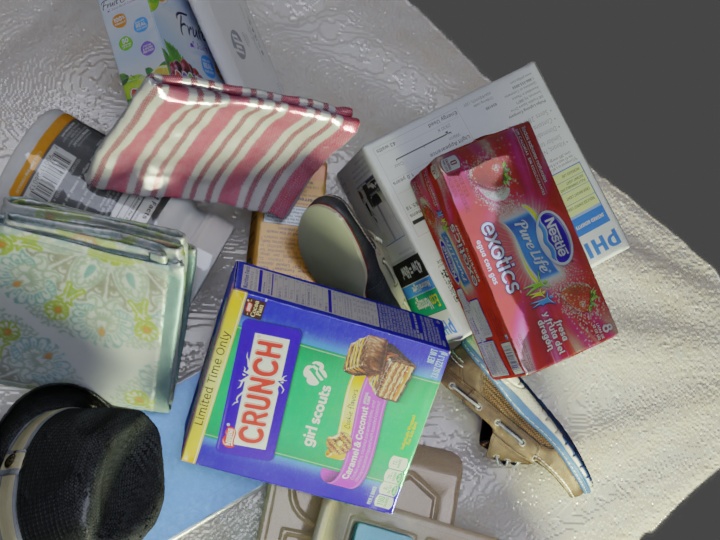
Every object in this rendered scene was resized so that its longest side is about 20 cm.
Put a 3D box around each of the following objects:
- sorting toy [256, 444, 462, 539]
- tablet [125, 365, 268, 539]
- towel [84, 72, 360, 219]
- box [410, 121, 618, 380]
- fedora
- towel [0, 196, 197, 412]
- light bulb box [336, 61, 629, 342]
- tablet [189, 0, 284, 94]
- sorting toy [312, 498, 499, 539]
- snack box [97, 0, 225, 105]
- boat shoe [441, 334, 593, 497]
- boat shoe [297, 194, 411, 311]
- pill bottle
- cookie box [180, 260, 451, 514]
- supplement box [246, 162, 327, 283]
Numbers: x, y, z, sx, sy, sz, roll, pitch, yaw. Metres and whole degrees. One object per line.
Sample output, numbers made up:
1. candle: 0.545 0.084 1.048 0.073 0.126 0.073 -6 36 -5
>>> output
1. sorting toy: -0.006 0.254 1.151 0.184 0.036 0.201 13 75 -10
2. tablet: -0.196 0.189 1.130 0.199 0.014 0.131 -29 88 -15
3. towel: -0.117 -0.102 1.030 0.199 0.146 0.030 6 56 -32
4. box: 0.130 -0.014 1.055 0.095 0.100 0.201 -22 87 -13
5. fedora: -0.221 0.182 1.015 0.091 0.200 0.202 -19 84 30
6. towel: -0.237 0.035 1.067 0.170 0.201 0.048 12 36 -2
7. light bulb box: 0.115 -0.060 1.174 0.198 0.125 0.201 -27 89 -14
8. tablet: -0.113 -0.210 1.117 0.014 0.130 0.201 -19 106 17
9. sorting toy: 0.038 0.315 1.100 0.199 0.036 0.186 19 74 -10
10. snack box: -0.156 -0.190 1.104 0.053 0.200 0.143 -20 85 18
11. boat shoe: 0.148 0.151 1.183 0.072 0.072 0.200 -38 97 6
12. boat shoe: 0.000 0.000 1.126 0.063 0.071 0.201 -53 139 -30
13. pill bottle: -0.223 -0.051 1.108 0.199 0.116 0.117 31 77 -6
14. cookie box: -0.042 0.106 1.081 0.199 0.075 0.172 16 107 -8
15. supplement box: -0.076 -0.006 1.157 0.068 0.067 0.201 6 80 -11
